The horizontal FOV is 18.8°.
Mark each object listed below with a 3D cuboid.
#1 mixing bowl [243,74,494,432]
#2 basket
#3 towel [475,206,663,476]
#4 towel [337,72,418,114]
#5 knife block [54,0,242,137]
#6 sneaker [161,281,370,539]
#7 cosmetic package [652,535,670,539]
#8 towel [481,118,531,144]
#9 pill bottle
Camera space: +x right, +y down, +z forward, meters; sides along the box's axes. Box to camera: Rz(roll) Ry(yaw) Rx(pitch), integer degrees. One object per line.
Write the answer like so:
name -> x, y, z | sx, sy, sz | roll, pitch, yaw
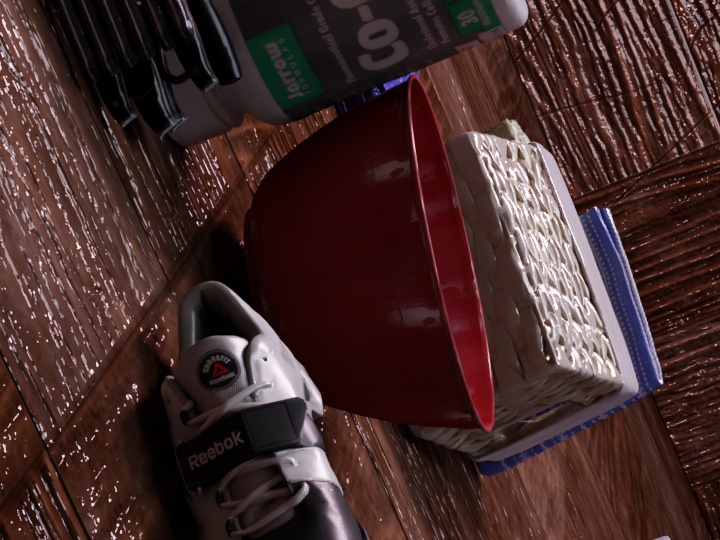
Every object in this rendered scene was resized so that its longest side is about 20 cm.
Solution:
mixing bowl -> 0.000, 0.000, 1.192 | 0.200, 0.108, 0.200 | -11, 90, -82
basket -> 0.084, 0.016, 1.503 | 0.123, 0.136, 0.200 | 16, 50, -60
towel -> 0.133, 0.056, 1.615 | 0.024, 0.200, 0.145 | 0, 66, -40
towel -> -0.002, -0.194, 1.758 | 0.200, 0.050, 0.148 | -60, 128, -77
knife block -> -0.123, -0.172, 1.085 | 0.176, 0.064, 0.200 | 57, 15, -48
sneaker -> -0.052, 0.078, 0.935 | 0.089, 0.074, 0.200 | 61, 3, -34
cosmetic package -> 0.202, 0.319, 1.571 | 0.200, 0.123, 0.199 | -22, 90, -78
towel -> 0.092, 0.002, 1.594 | 0.036, 0.148, 0.200 | 12, 55, -57
pill bottle -> -0.021, -0.146, 1.161 | 0.113, 0.200, 0.113 | -22, 90, -79
